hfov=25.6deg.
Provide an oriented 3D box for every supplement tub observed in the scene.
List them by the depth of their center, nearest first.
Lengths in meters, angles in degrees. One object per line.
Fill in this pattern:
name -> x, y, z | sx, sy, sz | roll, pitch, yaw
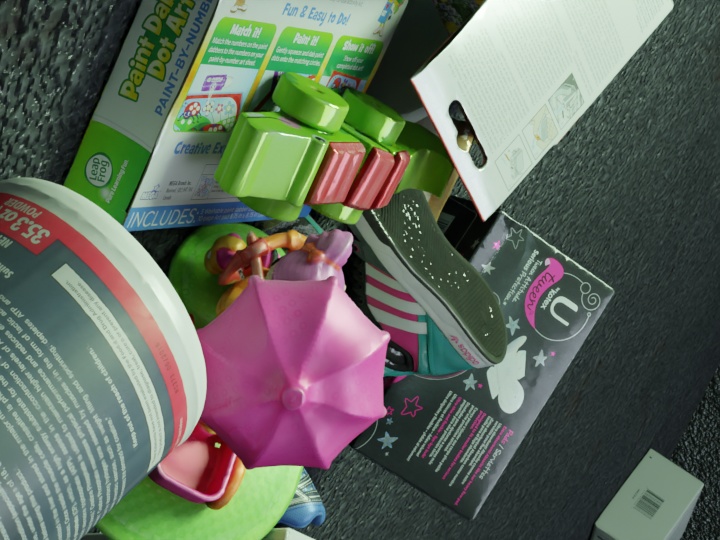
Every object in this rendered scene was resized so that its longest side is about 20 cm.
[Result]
supplement tub -> -0.171, 0.068, 0.639 | 0.200, 0.140, 0.141 | -43, 156, -36

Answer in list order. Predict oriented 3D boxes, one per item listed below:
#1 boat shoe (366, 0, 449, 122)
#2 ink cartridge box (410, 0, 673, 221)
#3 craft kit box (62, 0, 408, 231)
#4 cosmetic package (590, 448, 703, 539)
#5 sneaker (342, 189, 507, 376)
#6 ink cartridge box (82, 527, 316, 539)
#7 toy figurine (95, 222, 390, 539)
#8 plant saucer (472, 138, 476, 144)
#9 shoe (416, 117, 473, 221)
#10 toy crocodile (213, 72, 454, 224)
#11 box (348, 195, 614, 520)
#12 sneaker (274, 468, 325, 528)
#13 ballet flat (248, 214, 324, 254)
boat shoe -> 0.065, -0.152, 0.978 | 0.200, 0.070, 0.064 | -51, 159, -24
ink cartridge box -> 0.095, -0.136, 0.912 | 0.200, 0.050, 0.109 | -48, 128, -23
craft kit box -> -0.045, -0.119, 0.809 | 0.199, 0.048, 0.200 | -61, 161, 16
cosmetic package -> 0.512, 0.474, 2.894 | 0.199, 0.122, 0.201 | -46, 158, -29
sneaker -> 0.000, 0.000, 1.039 | 0.201, 0.120, 0.084 | 53, 34, -29
ink cartridge box -> -0.113, 0.215, 0.921 | 0.068, 0.198, 0.117 | 34, 55, -51
toy figurine -> -0.046, 0.039, 0.798 | 0.184, 0.149, 0.202 | -29, -145, 56
plant saucer -> 0.128, -0.172, 1.061 | 0.200, 0.031, 0.202 | 24, 89, -89
shoe -> 0.027, -0.032, 1.110 | 0.070, 0.053, 0.201 | -78, -174, -49
toy crocodile -> -0.012, -0.057, 0.828 | 0.068, 0.061, 0.200 | -62, 159, 13
box -> 0.075, 0.062, 1.187 | 0.201, 0.114, 0.132 | -57, -164, -2
sneaker -> -0.102, 0.197, 1.043 | 0.200, 0.085, 0.077 | -47, 163, 15
ballet flat -> -0.066, 0.055, 0.979 | 0.072, 0.072, 0.202 | -21, 139, -59
